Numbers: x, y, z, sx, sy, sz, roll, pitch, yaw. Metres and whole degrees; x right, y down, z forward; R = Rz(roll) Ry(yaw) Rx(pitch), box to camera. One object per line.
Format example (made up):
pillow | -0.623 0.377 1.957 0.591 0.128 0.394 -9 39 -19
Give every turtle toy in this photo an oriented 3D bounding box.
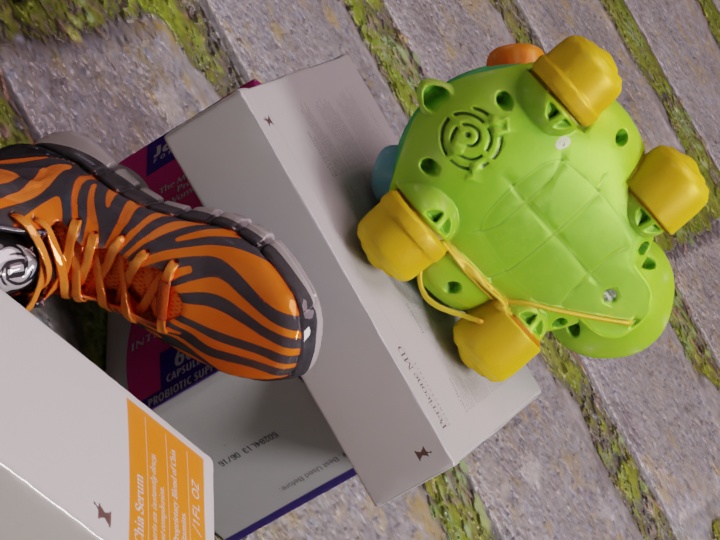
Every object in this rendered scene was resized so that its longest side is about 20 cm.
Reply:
turtle toy | 0.086 -0.025 1.363 0.200 0.146 0.101 47 4 -29

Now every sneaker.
sneaker | -0.118 0.005 1.280 0.200 0.078 0.112 26 28 32

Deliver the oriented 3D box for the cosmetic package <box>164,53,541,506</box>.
cosmetic package | 0.000 0.000 1.367 0.200 0.052 0.151 60 20 1

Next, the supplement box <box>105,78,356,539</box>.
supplement box | -0.058 0.017 1.424 0.103 0.101 0.200 44 26 -33

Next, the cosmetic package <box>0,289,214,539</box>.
cosmetic package | -0.148 0.080 1.195 0.200 0.071 0.102 42 28 -37
